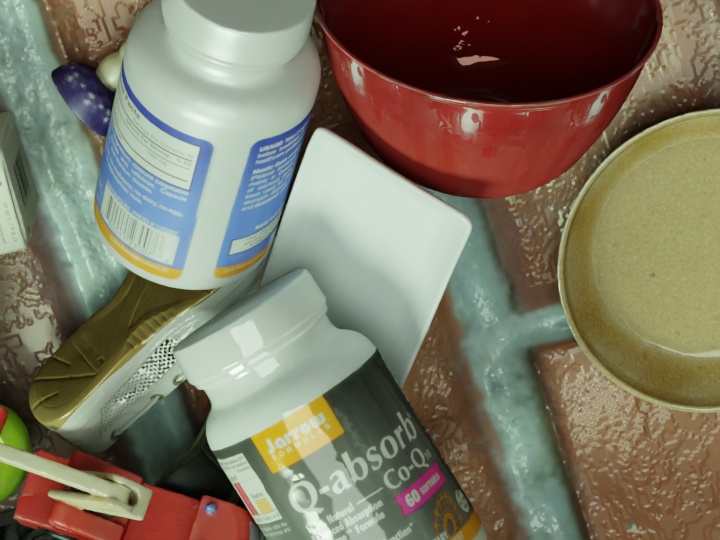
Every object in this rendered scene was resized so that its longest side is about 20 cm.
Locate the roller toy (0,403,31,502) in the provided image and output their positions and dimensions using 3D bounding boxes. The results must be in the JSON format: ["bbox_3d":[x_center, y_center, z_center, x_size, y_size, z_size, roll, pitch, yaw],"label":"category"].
[{"bbox_3d":[-0.321,0.104,1.399,0.200,0.140,0.183,-28,106,5],"label":"roller toy"}]

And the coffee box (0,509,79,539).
[{"bbox_3d":[-0.237,0.287,1.443,0.199,0.198,0.200,-14,110,2],"label":"coffee box"}]

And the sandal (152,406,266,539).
[{"bbox_3d":[-0.078,0.125,1.454,0.080,0.057,0.201,30,81,3],"label":"sandal"}]

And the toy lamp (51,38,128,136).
[{"bbox_3d":[-0.095,-0.162,1.365,0.200,0.058,0.058,-39,107,10],"label":"toy lamp"}]

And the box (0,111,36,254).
[{"bbox_3d":[-0.300,-0.034,1.388,0.199,0.082,0.069,-12,110,0],"label":"box"}]

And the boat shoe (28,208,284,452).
[{"bbox_3d":[-0.115,0.034,1.434,0.200,0.071,0.069,-42,133,3],"label":"boat shoe"}]

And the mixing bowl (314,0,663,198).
[{"bbox_3d":[0.068,-0.112,1.334,0.199,0.200,0.109,2,130,-4],"label":"mixing bowl"}]

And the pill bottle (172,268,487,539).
[{"bbox_3d":[-0.020,0.107,1.362,0.116,0.116,0.200,-31,96,8],"label":"pill bottle"}]

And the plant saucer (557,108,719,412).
[{"bbox_3d":[0.221,-0.009,1.445,0.200,0.035,0.201,-1,109,-2],"label":"plant saucer"}]

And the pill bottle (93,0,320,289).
[{"bbox_3d":[-0.085,-0.092,1.312,0.112,0.112,0.200,12,136,-7],"label":"pill bottle"}]

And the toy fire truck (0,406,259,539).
[{"bbox_3d":[-0.156,0.132,1.349,0.199,0.141,0.049,18,76,2],"label":"toy fire truck"}]

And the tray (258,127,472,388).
[{"bbox_3d":[0.000,0.000,1.364,0.107,0.022,0.200,33,141,9],"label":"tray"}]
